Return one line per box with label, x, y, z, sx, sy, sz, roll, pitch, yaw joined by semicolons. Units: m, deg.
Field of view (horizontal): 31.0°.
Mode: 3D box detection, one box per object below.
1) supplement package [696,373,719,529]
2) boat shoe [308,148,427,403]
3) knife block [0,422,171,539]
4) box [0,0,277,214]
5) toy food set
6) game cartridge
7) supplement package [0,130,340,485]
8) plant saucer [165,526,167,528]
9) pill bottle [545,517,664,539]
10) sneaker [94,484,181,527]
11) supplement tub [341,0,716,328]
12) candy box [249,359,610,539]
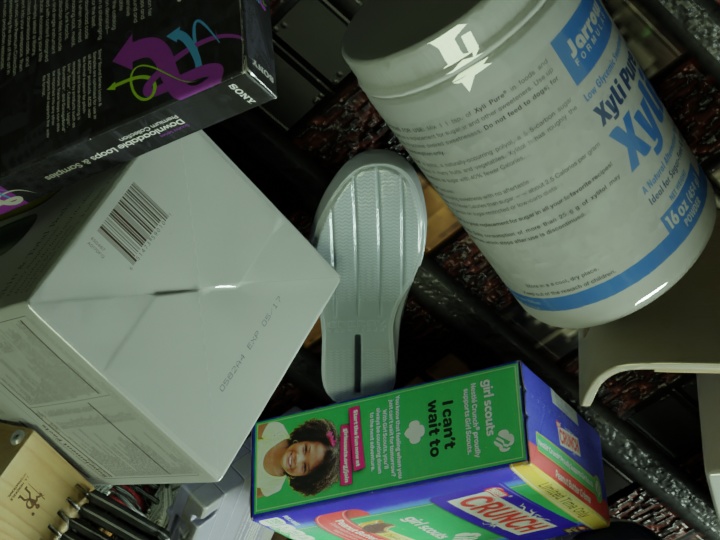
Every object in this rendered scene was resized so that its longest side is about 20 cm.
supplement package;0.300;0.152;0.856;0.119;0.122;0.201;-11;126;18
boat shoe;0.000;0.000;0.831;0.071;0.062;0.201;4;130;-5
knife block;-0.198;0.172;0.823;0.199;0.064;0.176;2;138;43
box;-0.139;-0.125;0.712;0.199;0.144;0.036;-19;151;25
toy food set;0.228;0.030;0.760;0.198;0.144;0.061;0;128;10
game cartridge;-0.105;0.197;0.970;0.038;0.129;0.201;36;130;16
supplement package;-0.151;0.025;0.782;0.199;0.152;0.151;-13;128;49
plant saucer;-0.191;0.140;1.001;0.199;0.032;0.201;6;129;7
pill bottle;0.186;0.236;0.890;0.110;0.200;0.112;-2;98;-13
sneaker;-0.172;0.178;0.906;0.078;0.200;0.082;46;164;-15
supplement tub;0.095;-0.078;0.708;0.131;0.132;0.200;-24;121;26
candy box;0.051;0.141;0.887;0.199;0.078;0.169;-17;149;22
